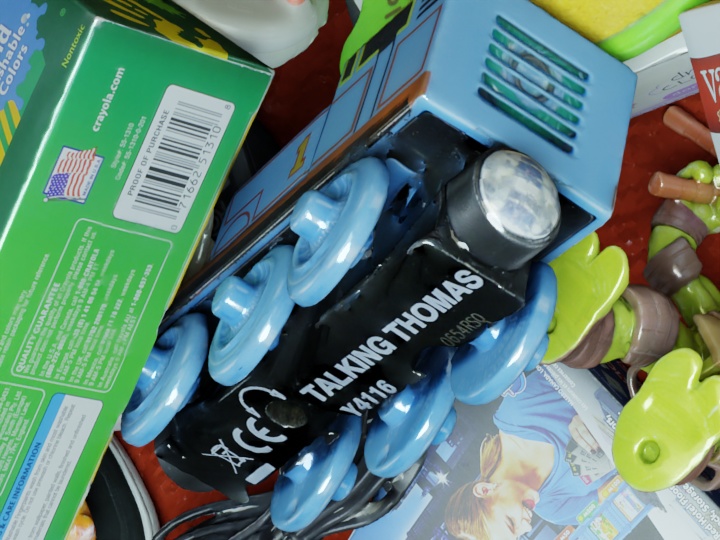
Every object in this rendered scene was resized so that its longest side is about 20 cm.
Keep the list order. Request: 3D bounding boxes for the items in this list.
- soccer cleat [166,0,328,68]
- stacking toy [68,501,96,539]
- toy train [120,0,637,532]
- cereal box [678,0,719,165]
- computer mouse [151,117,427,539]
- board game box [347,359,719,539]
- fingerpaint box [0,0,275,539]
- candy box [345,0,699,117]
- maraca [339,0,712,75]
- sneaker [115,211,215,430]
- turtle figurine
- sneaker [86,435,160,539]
[{"bbox_3d":[-0.056,-0.097,0.797,0.069,0.200,0.078,15,111,-16],"label":"soccer cleat"},{"bbox_3d":[-0.108,0.173,0.821,0.116,0.109,0.202,-7,85,43],"label":"stacking toy"},{"bbox_3d":[0.000,0.000,0.693,0.086,0.115,0.200,31,141,-16],"label":"toy train"},{"bbox_3d":[0.153,0.016,0.601,0.039,0.144,0.202,-19,95,-15],"label":"cereal box"},{"bbox_3d":[-0.045,0.019,0.832,0.138,0.053,0.201,-36,63,31],"label":"computer mouse"},{"bbox_3d":[0.056,0.144,0.794,0.200,0.062,0.200,-46,74,13],"label":"board game box"},{"bbox_3d":[-0.136,-0.011,0.714,0.167,0.073,0.201,38,107,45],"label":"fingerpaint box"},{"bbox_3d":[0.068,-0.153,0.799,0.167,0.071,0.202,-20,80,18],"label":"candy box"},{"bbox_3d":[0.059,-0.121,0.710,0.199,0.106,0.138,-28,59,41],"label":"maraca"},{"bbox_3d":[-0.101,-0.032,0.816,0.115,0.074,0.202,-9,70,20],"label":"sneaker"},{"bbox_3d":[0.111,0.027,0.735,0.064,0.161,0.201,-33,67,26],"label":"turtle figurine"},{"bbox_3d":[-0.169,0.055,0.856,0.200,0.112,0.073,45,103,17],"label":"sneaker"}]
